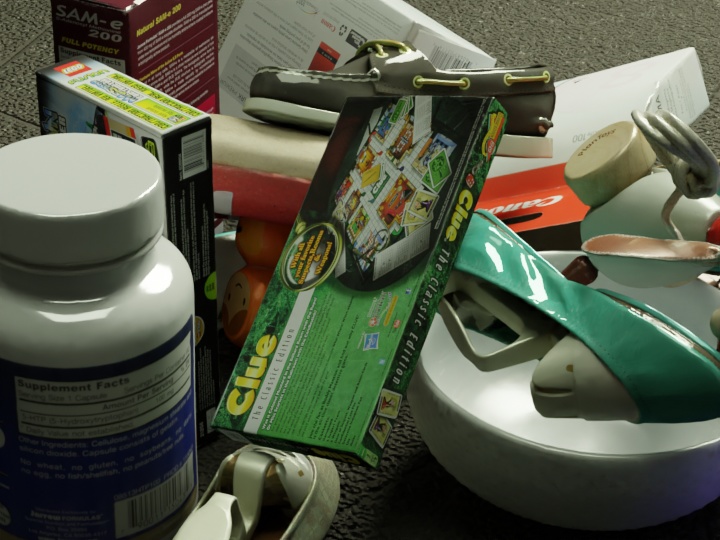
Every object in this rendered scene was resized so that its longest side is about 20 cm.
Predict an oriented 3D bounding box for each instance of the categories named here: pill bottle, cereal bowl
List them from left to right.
[{"bbox_3d":[-0.142,0.040,0.847,0.119,0.201,0.120,2,29,-1],"label":"pill bottle"},{"bbox_3d":[0.120,0.073,0.908,0.199,0.084,0.200,2,30,-1],"label":"cereal bowl"}]

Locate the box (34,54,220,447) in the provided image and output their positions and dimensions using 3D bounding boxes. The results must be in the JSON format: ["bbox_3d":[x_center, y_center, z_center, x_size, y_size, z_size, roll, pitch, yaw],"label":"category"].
[{"bbox_3d":[-0.126,-0.007,0.929,0.110,0.201,0.035,27,39,37],"label":"box"}]

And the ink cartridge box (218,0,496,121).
[{"bbox_3d":[-0.024,-0.123,1.223,0.084,0.176,0.200,18,16,-40],"label":"ink cartridge box"}]

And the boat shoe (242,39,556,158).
[{"bbox_3d":[0.026,-0.105,0.995,0.200,0.061,0.072,5,3,-27],"label":"boat shoe"}]

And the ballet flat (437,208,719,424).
[{"bbox_3d":[0.096,0.036,0.835,0.070,0.067,0.200,-41,45,-15],"label":"ballet flat"}]

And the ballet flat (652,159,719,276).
[{"bbox_3d":[0.247,-0.032,0.955,0.199,0.071,0.065,7,19,26],"label":"ballet flat"}]

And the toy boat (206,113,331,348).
[{"bbox_3d":[-0.055,-0.017,0.994,0.199,0.131,0.131,10,0,2],"label":"toy boat"}]

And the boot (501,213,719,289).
[{"bbox_3d":[0.173,0.007,1.064,0.199,0.070,0.146,-20,44,-20],"label":"boot"}]

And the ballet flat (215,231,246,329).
[{"bbox_3d":[-0.028,-0.008,1.084,0.199,0.070,0.069,-20,36,-24],"label":"ballet flat"}]

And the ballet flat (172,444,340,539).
[{"bbox_3d":[-0.056,0.127,0.839,0.067,0.063,0.200,9,30,14],"label":"ballet flat"}]

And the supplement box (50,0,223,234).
[{"bbox_3d":[-0.140,-0.095,1.079,0.061,0.201,0.109,15,32,21],"label":"supplement box"}]

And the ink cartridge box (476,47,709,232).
[{"bbox_3d":[0.116,-0.078,1.079,0.162,0.057,0.200,-10,13,35],"label":"ink cartridge box"}]

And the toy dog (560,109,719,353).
[{"bbox_3d":[0.149,-0.004,0.855,0.132,0.096,0.200,45,3,0],"label":"toy dog"}]

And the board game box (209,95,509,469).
[{"bbox_3d":[0.000,0.000,0.870,0.104,0.023,0.201,7,67,39],"label":"board game box"}]
